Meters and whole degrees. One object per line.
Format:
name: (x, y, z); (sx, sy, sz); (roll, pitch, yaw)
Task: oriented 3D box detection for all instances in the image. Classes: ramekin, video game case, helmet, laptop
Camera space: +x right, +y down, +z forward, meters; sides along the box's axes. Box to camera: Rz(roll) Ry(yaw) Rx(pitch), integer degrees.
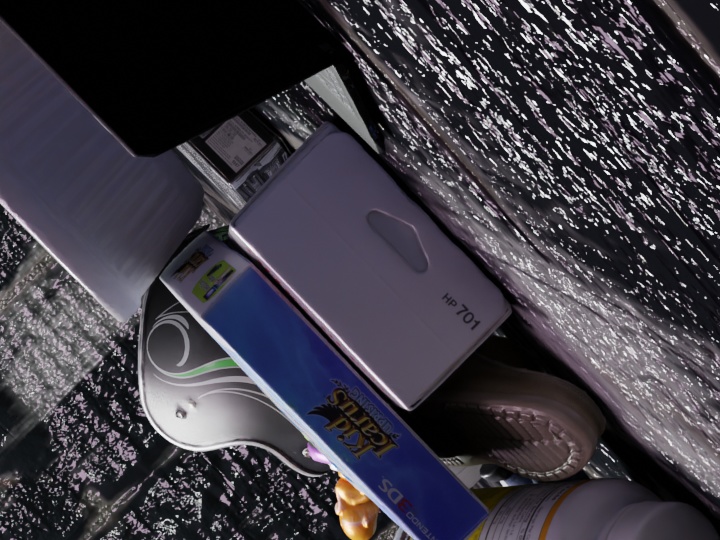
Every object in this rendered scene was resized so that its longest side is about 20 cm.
ramekin: (-0.181, -0.070, 1.451); (0.202, 0.094, 0.202); (44, 175, 5)
video game case: (-0.026, 0.070, 1.409); (0.200, 0.045, 0.181); (47, 177, -13)
helmet: (-0.065, 0.060, 1.917); (0.190, 0.201, 0.200); (4, 162, 16)
laptop: (-0.096, -0.111, 1.112); (0.177, 0.103, 0.200); (45, 176, 18)

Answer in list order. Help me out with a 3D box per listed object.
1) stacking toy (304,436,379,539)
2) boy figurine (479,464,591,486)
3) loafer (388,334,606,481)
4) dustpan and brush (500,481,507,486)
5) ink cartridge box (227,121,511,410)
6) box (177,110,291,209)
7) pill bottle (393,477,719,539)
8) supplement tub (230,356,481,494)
stacking toy: (-0.010, 0.108, 1.793); (0.116, 0.109, 0.201); (-147, 47, -71)
boy figurine: (0.168, 0.172, 1.497); (0.200, 0.065, 0.124); (44, 155, -10)
loafer: (0.083, 0.075, 1.416); (0.076, 0.068, 0.200); (44, 161, -20)
dustpan and brush: (0.145, 0.190, 1.952); (0.200, 0.057, 0.140); (49, 175, -37)
ink cartridge box: (0.000, 0.000, 1.383); (0.146, 0.086, 0.200); (46, 178, -1)
box: (-0.104, -0.097, 1.760); (0.200, 0.050, 0.158); (44, 176, 34)
pill bottle: (0.114, 0.177, 1.397); (0.109, 0.109, 0.200); (47, 148, -23)
supplement tub: (0.004, 0.062, 1.638); (0.132, 0.132, 0.200); (42, 174, 47)
